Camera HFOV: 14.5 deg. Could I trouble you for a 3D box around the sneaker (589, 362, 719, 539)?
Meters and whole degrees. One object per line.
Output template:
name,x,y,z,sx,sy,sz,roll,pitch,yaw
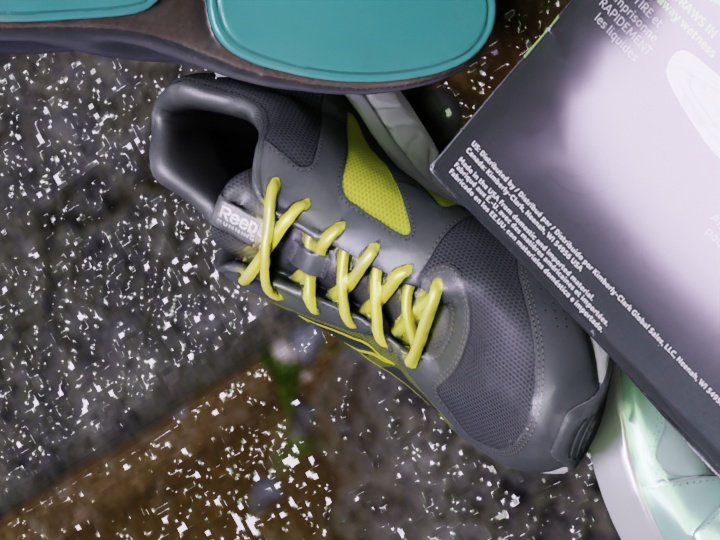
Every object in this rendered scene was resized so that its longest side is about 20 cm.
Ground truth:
sneaker,0.153,0.080,0.855,0.118,0.074,0.201,-28,93,32

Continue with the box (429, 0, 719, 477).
box,0.147,-0.065,0.786,0.124,0.148,0.200,47,117,13

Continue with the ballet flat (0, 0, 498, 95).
ballet flat,-0.058,-0.093,0.873,0.073,0.199,0.073,-177,90,-71

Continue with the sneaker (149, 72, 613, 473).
sneaker,0.000,0.000,0.877,0.200,0.084,0.075,45,127,44
